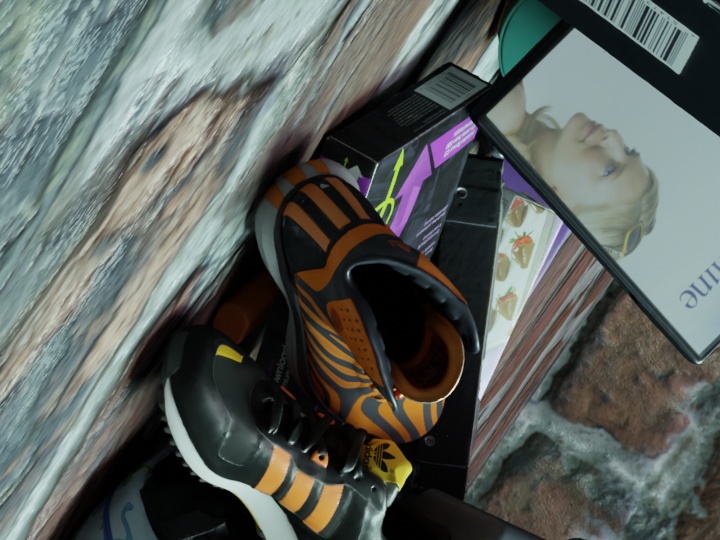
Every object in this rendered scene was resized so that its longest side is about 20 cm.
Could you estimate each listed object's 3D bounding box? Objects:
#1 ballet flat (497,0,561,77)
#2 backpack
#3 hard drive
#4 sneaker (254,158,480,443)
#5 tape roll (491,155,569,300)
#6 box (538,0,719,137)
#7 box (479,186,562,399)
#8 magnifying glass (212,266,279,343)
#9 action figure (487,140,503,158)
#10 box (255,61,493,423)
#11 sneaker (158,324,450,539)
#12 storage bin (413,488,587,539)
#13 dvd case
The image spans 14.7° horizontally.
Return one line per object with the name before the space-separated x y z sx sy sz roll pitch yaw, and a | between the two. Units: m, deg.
ballet flat | 0.126 -0.166 1.547 0.065 0.070 0.200 -56 176 -28
backpack | -0.072 0.164 1.502 0.153 0.164 0.200 -34 168 14
hard drive | 0.044 0.038 1.602 0.140 0.038 0.201 157 -59 -81
sneaker | 0.014 0.043 1.370 0.077 0.112 0.200 -37 139 -7
tape roll | 0.074 0.004 1.843 0.201 0.065 0.200 -56 -178 2
box | 0.190 -0.190 1.332 0.197 0.200 0.124 -50 173 -16
box | 0.064 0.045 1.723 0.201 0.039 0.041 -66 -160 5
magnifying glass | -0.022 -0.012 1.501 0.200 0.022 0.080 -39 160 -53
action figure | 0.163 -0.145 1.727 0.194 0.104 0.200 -59 177 -37
box | 0.000 0.000 1.481 0.143 0.036 0.201 -37 151 -56
sneaker | -0.024 0.089 1.392 0.200 0.089 0.070 56 32 -40
storage bin | 0.058 0.215 1.481 0.145 0.134 0.201 20 -102 58
dvd case | 0.170 -0.064 1.496 0.143 0.200 0.018 -44 -157 -1
